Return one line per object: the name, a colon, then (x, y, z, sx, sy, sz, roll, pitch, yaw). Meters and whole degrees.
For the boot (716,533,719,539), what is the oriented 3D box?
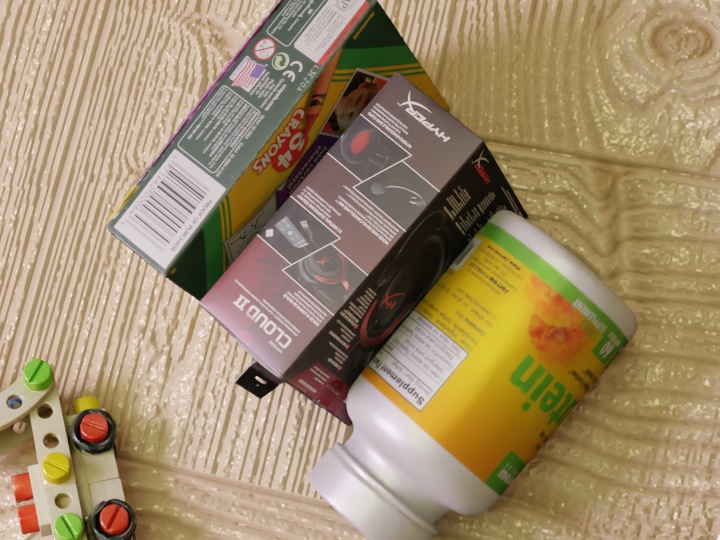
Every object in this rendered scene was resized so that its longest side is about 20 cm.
boot: (0.254, 0.207, 1.014, 0.143, 0.072, 0.201, 24, 91, 20)

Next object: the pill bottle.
pill bottle: (0.062, 0.073, 1.079, 0.111, 0.111, 0.200, 39, 88, 21)

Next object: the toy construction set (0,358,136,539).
toy construction set: (-0.214, 0.144, 1.148, 0.130, 0.092, 0.202, -10, 79, -13)

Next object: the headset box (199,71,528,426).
headset box: (0.000, 0.000, 1.096, 0.075, 0.149, 0.200, 40, 89, 22)

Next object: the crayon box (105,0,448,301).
crayon box: (-0.044, -0.066, 1.113, 0.058, 0.173, 0.200, 37, 88, 24)
